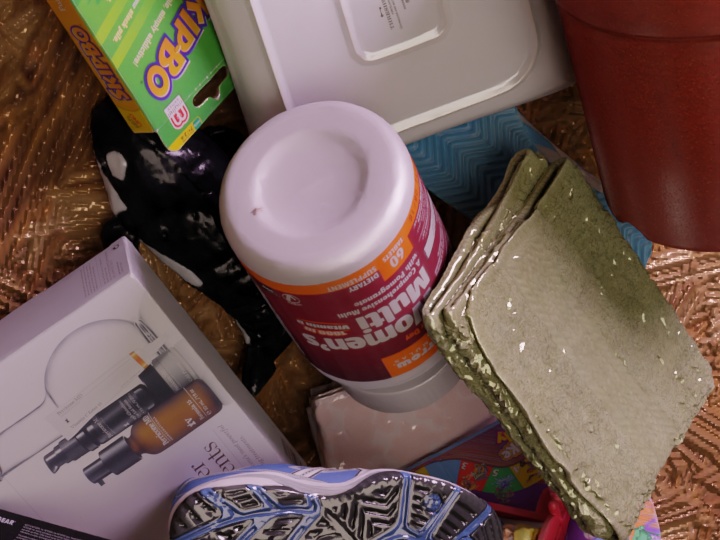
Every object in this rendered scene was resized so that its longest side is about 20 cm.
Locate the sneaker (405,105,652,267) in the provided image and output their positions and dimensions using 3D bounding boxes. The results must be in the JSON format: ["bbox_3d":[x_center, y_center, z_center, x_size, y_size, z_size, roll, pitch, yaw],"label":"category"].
[{"bbox_3d":[0.085,-0.059,1.197,0.200,0.081,0.077,41,90,-11],"label":"sneaker"}]

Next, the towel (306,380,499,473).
[{"bbox_3d":[0.069,0.132,1.280,0.190,0.032,0.201,-20,115,-16],"label":"towel"}]

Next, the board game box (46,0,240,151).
[{"bbox_3d":[-0.130,-0.168,1.064,0.096,0.030,0.201,-51,121,-31],"label":"board game box"}]

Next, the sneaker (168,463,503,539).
[{"bbox_3d":[-0.014,0.140,1.122,0.198,0.077,0.076,9,97,-16],"label":"sneaker"}]

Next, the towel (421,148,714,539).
[{"bbox_3d":[0.122,0.044,1.130,0.200,0.036,0.149,50,58,-22],"label":"towel"}]

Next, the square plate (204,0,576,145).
[{"bbox_3d":[0.015,-0.153,1.091,0.197,0.028,0.201,-20,121,-2],"label":"square plate"}]

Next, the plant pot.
[{"bbox_3d":[0.196,-0.131,1.084,0.200,0.201,0.196,-24,126,-15],"label":"plant pot"}]

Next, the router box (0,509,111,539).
[{"bbox_3d":[-0.121,0.219,1.110,0.052,0.199,0.158,-59,148,-34],"label":"router box"}]

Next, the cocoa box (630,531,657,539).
[{"bbox_3d":[0.100,0.247,1.239,0.199,0.131,0.134,-31,116,-12],"label":"cocoa box"}]

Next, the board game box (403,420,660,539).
[{"bbox_3d":[0.078,0.156,1.179,0.199,0.158,0.039,-26,141,-8],"label":"board game box"}]

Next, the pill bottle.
[{"bbox_3d":[0.000,0.000,1.118,0.109,0.110,0.200,-41,148,-7],"label":"pill bottle"}]

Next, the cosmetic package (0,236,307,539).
[{"bbox_3d":[-0.140,0.101,1.145,0.150,0.052,0.200,-33,119,7],"label":"cosmetic package"}]

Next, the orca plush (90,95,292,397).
[{"bbox_3d":[-0.088,-0.011,1.133,0.105,0.071,0.201,-24,116,-15],"label":"orca plush"}]
